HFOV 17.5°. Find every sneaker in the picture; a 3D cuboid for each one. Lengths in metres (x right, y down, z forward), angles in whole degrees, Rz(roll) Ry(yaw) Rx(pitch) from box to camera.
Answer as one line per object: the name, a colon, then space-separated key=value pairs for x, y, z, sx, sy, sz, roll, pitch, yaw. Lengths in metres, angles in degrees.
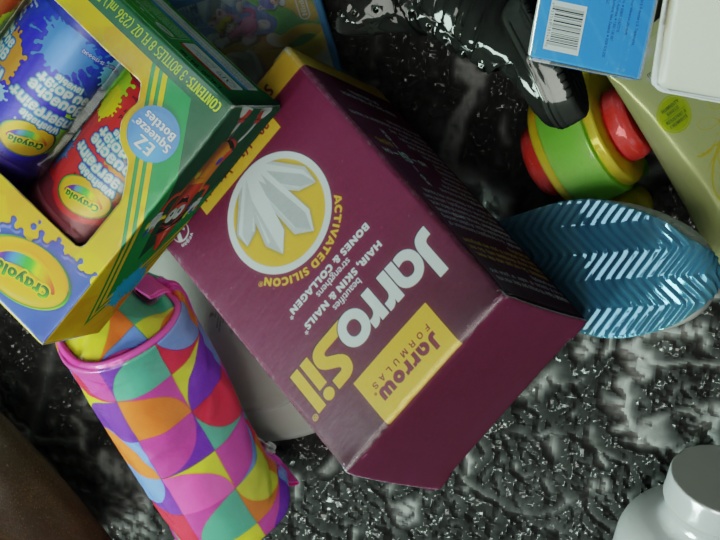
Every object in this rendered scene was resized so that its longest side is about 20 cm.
sneaker: x=0.116 y=-0.001 z=1.287 sx=0.199 sy=0.081 sz=0.077 roll=-1 pitch=92 yaw=41
sneaker: x=0.034 y=-0.145 z=1.237 sx=0.104 sy=0.060 sz=0.201 roll=-30 pitch=80 yaw=16

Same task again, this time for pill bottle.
pill bottle: x=0.195 y=0.204 z=1.394 sx=0.110 sy=0.111 sz=0.201 roll=14 pitch=122 yaw=6

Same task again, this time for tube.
tube: x=0.200 y=-0.050 z=1.281 sx=0.052 sy=0.058 sz=0.201 roll=-20 pitch=112 yaw=24

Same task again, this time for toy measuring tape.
toy measuring tape: x=0.104 y=-0.101 z=1.270 sx=0.073 sy=0.074 sz=0.200 roll=-24 pitch=111 yaw=25

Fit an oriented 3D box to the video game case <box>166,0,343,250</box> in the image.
video game case: x=-0.105 y=-0.084 z=1.326 sx=0.199 sy=0.018 sz=0.144 roll=-17 pitch=115 yaw=1

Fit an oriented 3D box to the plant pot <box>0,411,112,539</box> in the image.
plant pot: x=-0.282 y=0.132 z=1.449 sx=0.186 sy=0.187 sz=0.201 roll=-26 pitch=98 yaw=25

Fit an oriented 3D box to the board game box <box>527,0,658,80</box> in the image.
board game box: x=0.135 y=-0.223 z=1.119 sx=0.056 sy=0.196 sz=0.201 roll=12 pitch=121 yaw=6

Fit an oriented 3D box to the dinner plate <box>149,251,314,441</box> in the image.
dinner plate: x=-0.077 y=0.023 z=1.412 sx=0.199 sy=0.024 sz=0.201 roll=7 pitch=120 yaw=12

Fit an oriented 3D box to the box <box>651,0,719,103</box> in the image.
box: x=0.219 y=-0.166 z=1.128 sx=0.127 sy=0.200 sz=0.109 roll=10 pitch=122 yaw=7

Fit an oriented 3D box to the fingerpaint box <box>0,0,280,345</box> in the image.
fingerpaint box: x=-0.173 y=-0.090 z=1.237 sx=0.200 sy=0.073 sz=0.167 roll=44 pitch=105 yaw=11

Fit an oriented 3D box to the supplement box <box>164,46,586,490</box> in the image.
supplement box: x=0.000 y=0.000 z=1.250 sx=0.131 sy=0.103 sz=0.200 roll=-49 pitch=61 yaw=14

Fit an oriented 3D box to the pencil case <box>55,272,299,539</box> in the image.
pencil case: x=-0.107 y=0.085 z=1.383 sx=0.088 sy=0.089 sz=0.200 roll=-8 pitch=137 yaw=18
